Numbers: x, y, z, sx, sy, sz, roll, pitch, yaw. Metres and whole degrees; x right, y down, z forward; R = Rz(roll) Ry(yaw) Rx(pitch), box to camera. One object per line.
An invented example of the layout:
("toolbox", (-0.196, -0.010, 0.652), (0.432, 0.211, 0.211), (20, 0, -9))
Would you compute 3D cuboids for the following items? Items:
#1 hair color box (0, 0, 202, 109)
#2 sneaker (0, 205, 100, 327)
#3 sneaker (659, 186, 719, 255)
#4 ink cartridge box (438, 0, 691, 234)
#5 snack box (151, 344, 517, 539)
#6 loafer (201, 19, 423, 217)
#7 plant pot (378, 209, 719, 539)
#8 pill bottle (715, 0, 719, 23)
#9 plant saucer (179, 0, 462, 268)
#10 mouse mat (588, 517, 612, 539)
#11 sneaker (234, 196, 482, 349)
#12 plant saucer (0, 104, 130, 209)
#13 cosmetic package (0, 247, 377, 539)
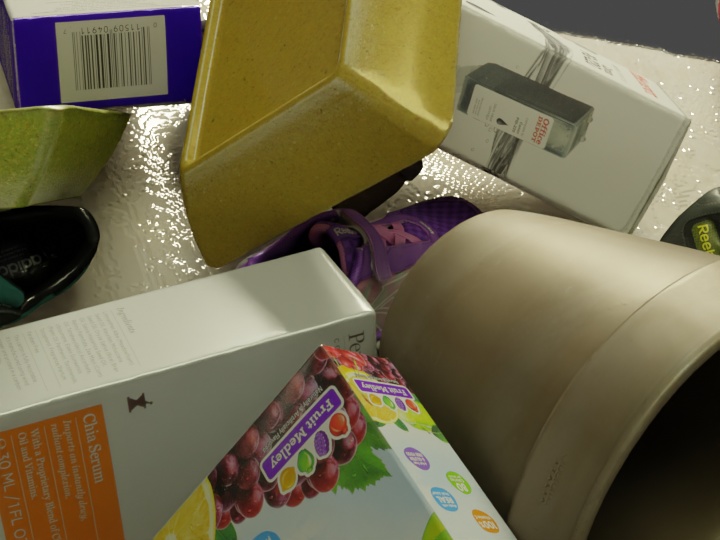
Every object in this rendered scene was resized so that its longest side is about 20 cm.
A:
("hair color box", (-0.170, -0.157, 0.913), (0.109, 0.065, 0.200), (-6, 28, -16))
("sneaker", (-0.225, 0.012, 0.765), (0.200, 0.080, 0.071), (-30, 92, -33))
("sneaker", (0.252, 0.027, 0.819), (0.200, 0.085, 0.075), (29, 28, -7))
("ink cartridge box", (0.085, -0.109, 0.884), (0.200, 0.085, 0.146), (28, 15, -3))
("snack box", (-0.029, 0.152, 0.610), (0.053, 0.200, 0.142), (14, 32, -51))
("loafer", (-0.053, -0.092, 0.910), (0.200, 0.073, 0.071), (36, 88, 38))
("plant pot", (0.104, 0.060, 0.671), (0.200, 0.200, 0.173), (-26, 41, -30))
("pill bottle", (0.313, -0.134, 0.993), (0.110, 0.111, 0.200), (3, 46, -7))
("plant saucer", (-0.029, -0.124, 0.785), (0.048, 0.200, 0.200), (25, 57, -33))
("mouse mat", (0.181, 0.107, 0.774), (0.200, 0.008, 0.161), (-16, 52, -35))
("sneaker", (0.000, 0.000, 0.826), (0.200, 0.089, 0.080), (-26, 55, -31))
("plant saucer", (-0.234, -0.054, 0.788), (0.199, 0.048, 0.200), (-6, 5, 1))
("cosmetic package", (-0.094, 0.069, 0.718), (0.200, 0.102, 0.071), (-16, 33, -18))
